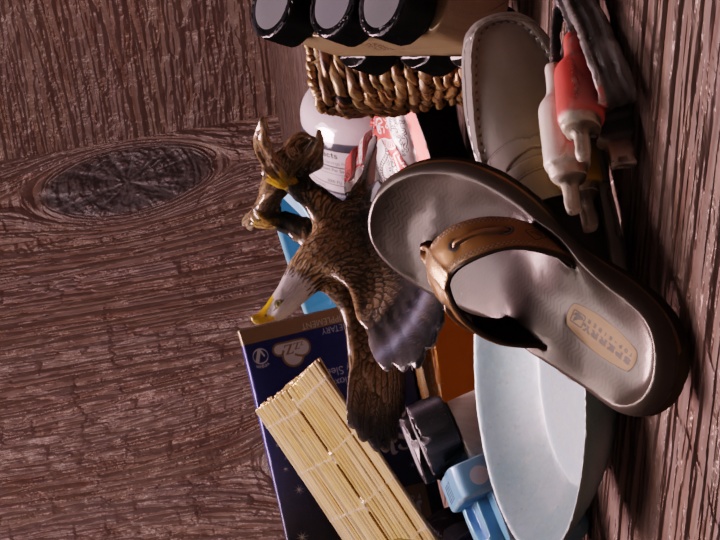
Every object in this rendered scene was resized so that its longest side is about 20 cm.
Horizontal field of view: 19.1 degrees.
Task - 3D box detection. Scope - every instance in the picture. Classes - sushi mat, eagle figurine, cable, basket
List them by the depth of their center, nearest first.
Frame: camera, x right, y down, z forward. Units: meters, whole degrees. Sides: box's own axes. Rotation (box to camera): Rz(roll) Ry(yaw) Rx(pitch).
[{"bbox_3d":[0.097,-0.123,1.059,0.097,0.050,0.201,81,176,-60],"label":"cable"},{"bbox_3d":[0.045,-0.212,1.465,0.142,0.148,0.202,-3,-98,-61],"label":"basket"},{"bbox_3d":[-0.005,0.005,1.471,0.200,0.151,0.152,45,-166,19],"label":"eagle figurine"},{"bbox_3d":[0.002,0.163,1.523,0.201,0.012,0.096,56,138,3],"label":"sushi mat"}]

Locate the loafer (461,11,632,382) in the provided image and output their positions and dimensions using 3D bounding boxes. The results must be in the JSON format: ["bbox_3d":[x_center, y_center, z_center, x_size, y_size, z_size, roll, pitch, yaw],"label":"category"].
[{"bbox_3d":[0.099,-0.041,1.101,0.070,0.069,0.201,45,-155,-81],"label":"loafer"}]

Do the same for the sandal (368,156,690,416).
[{"bbox_3d":[0.072,0.010,1.049,0.200,0.054,0.082,39,128,32],"label":"sandal"}]

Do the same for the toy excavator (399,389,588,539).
[{"bbox_3d":[0.111,0.159,1.348,0.195,0.099,0.201,97,150,-80],"label":"toy excavator"}]

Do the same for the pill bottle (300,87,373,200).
[{"bbox_3d":[0.013,-0.101,1.725,0.120,0.119,0.201,-108,10,-61],"label":"pill bottle"}]

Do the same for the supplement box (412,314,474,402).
[{"bbox_3d":[0.073,0.047,1.576,0.200,0.073,0.127,102,158,-79],"label":"supplement box"}]

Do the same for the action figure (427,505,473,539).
[{"bbox_3d":[0.112,0.202,1.477,0.200,0.069,0.131,-127,32,-54],"label":"action figure"}]

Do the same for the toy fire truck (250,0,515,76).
[{"bbox_3d":[0.017,-0.232,1.311,0.175,0.128,0.202,7,84,53],"label":"toy fire truck"}]

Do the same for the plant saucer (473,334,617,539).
[{"bbox_3d":[0.111,0.062,1.232,0.201,0.038,0.203,176,90,-75],"label":"plant saucer"}]

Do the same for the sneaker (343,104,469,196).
[{"bbox_3d":[0.025,-0.115,1.610,0.108,0.067,0.203,-12,90,48],"label":"sneaker"}]

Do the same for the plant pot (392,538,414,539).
[{"bbox_3d":[0.025,0.287,1.409,0.201,0.176,0.200,54,161,-9],"label":"plant pot"}]

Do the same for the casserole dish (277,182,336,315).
[{"bbox_3d":[-0.015,0.009,1.671,0.121,0.039,0.201,44,157,45],"label":"casserole dish"}]

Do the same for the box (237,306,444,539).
[{"bbox_3d":[-0.010,0.128,1.582,0.032,0.120,0.202,143,114,-85],"label":"box"}]
